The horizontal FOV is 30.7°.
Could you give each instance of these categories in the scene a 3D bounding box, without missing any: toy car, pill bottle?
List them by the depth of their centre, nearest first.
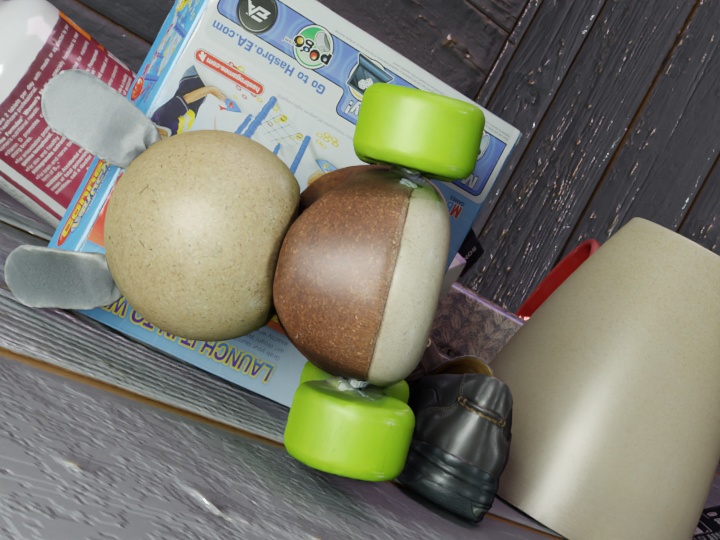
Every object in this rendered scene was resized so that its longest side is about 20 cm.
[{"bbox_3d":[-0.060,-0.014,0.612,0.198,0.166,0.158,13,3,-1],"label":"toy car"},{"bbox_3d":[-0.196,-0.099,0.818,0.200,0.110,0.110,40,-2,-25],"label":"pill bottle"}]

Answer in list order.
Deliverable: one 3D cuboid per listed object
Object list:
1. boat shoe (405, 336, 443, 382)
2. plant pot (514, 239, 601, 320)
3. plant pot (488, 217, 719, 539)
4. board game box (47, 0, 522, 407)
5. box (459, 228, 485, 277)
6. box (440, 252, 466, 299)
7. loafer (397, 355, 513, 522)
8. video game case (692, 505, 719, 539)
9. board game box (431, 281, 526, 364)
[{"bbox_3d":[0.000,0.000,0.936,0.072,0.059,0.201,86,-15,-53],"label":"boat shoe"},{"bbox_3d":[0.229,0.101,1.258,0.177,0.201,0.200,39,2,-2],"label":"plant pot"},{"bbox_3d":[0.178,0.074,0.887,0.186,0.201,0.187,29,3,-2],"label":"plant pot"},{"bbox_3d":[-0.042,-0.038,0.713,0.199,0.197,0.056,28,2,-28],"label":"board game box"},{"bbox_3d":[0.009,-0.092,1.050,0.143,0.036,0.201,28,-25,51],"label":"box"},{"bbox_3d":[-0.011,-0.056,0.904,0.041,0.039,0.200,-23,62,-44],"label":"box"},{"bbox_3d":[0.057,0.086,0.764,0.072,0.073,0.200,28,2,-6],"label":"loafer"},{"bbox_3d":[0.307,0.185,0.886,0.179,0.026,0.200,-13,3,0],"label":"video game case"},{"bbox_3d":[0.063,0.058,1.077,0.159,0.097,0.200,29,2,-3],"label":"board game box"}]
